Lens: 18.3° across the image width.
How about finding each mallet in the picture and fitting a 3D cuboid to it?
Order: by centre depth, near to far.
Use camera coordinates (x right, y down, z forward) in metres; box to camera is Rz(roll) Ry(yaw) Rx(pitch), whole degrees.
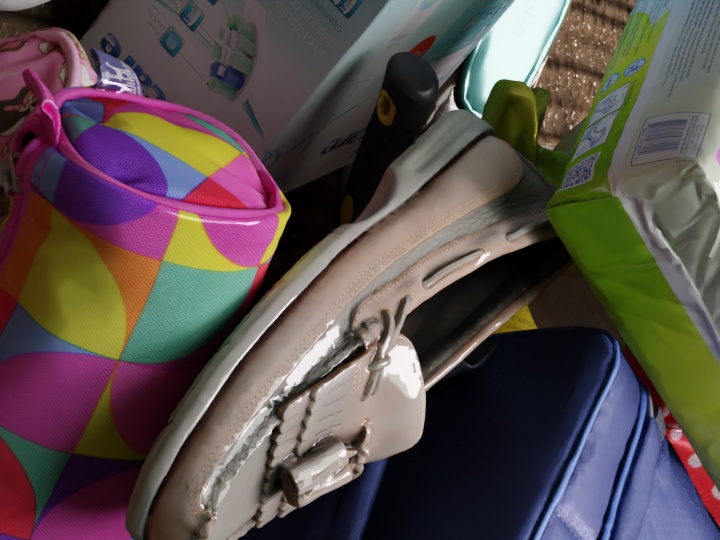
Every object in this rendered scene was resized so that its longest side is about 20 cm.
[{"bbox_3d":[0.000,0.000,0.822,0.041,0.200,0.066,-19,69,-26],"label":"mallet"}]

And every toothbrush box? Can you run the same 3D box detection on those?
[{"bbox_3d":[0.007,-0.123,0.806,0.085,0.200,0.146,48,31,9],"label":"toothbrush box"}]

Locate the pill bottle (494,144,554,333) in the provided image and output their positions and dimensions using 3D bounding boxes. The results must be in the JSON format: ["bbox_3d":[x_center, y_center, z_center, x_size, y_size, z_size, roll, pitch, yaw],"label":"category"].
[{"bbox_3d":[0.056,0.053,0.985,0.111,0.111,0.201,53,49,-46],"label":"pill bottle"}]

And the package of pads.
[{"bbox_3d":[0.151,0.002,0.778,0.201,0.068,0.155,56,35,-24],"label":"package of pads"}]

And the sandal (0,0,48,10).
[{"bbox_3d":[-0.077,-0.158,0.801,0.079,0.059,0.207,46,66,4],"label":"sandal"}]

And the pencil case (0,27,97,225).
[{"bbox_3d":[-0.092,0.011,0.772,0.087,0.082,0.201,-95,163,-49],"label":"pencil case"}]

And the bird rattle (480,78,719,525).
[{"bbox_3d":[0.115,0.007,0.871,0.201,0.162,0.113,58,-1,0],"label":"bird rattle"}]

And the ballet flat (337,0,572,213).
[{"bbox_3d":[0.029,-0.059,0.962,0.068,0.072,0.201,28,77,-31],"label":"ballet flat"}]

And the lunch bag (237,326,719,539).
[{"bbox_3d":[0.033,0.106,0.730,0.133,0.135,0.201,58,40,-30],"label":"lunch bag"}]

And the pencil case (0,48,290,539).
[{"bbox_3d":[-0.094,0.036,0.679,0.088,0.088,0.201,-17,136,-57],"label":"pencil case"}]

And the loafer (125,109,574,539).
[{"bbox_3d":[0.007,0.022,0.683,0.200,0.063,0.072,-49,166,-41],"label":"loafer"}]
